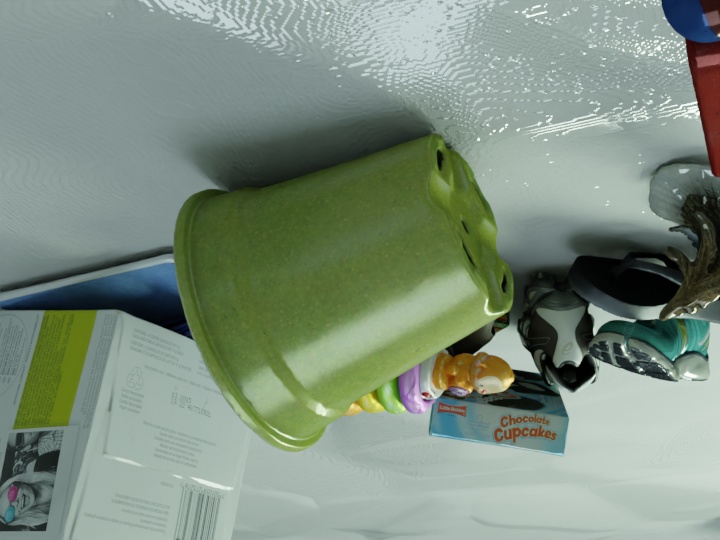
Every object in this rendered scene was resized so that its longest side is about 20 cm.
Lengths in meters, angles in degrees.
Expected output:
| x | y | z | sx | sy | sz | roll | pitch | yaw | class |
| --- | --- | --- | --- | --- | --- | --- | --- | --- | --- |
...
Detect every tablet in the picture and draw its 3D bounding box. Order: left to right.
| x | y | z | sx | sy | sz | roll | pitch | yaw | class |
| --- | --- | --- | --- | --- | --- | --- | --- | --- | --- |
| -0.215 | 0.026 | 1.116 | 0.198 | 0.014 | 0.130 | -13 | 156 | 23 | tablet |

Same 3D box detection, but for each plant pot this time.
| x | y | z | sx | sy | sz | roll | pitch | yaw | class |
| --- | --- | --- | --- | --- | --- | --- | --- | --- | --- |
| 0.000 | 0.000 | 0.873 | 0.183 | 0.203 | 0.200 | -24 | 151 | 20 | plant pot |

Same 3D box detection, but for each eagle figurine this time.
| x | y | z | sx | sy | sz | roll | pitch | yaw | class |
| --- | --- | --- | --- | --- | --- | --- | --- | --- | --- |
| 0.308 | -0.011 | 0.963 | 0.151 | 0.153 | 0.199 | 30 | -146 | 33 | eagle figurine |

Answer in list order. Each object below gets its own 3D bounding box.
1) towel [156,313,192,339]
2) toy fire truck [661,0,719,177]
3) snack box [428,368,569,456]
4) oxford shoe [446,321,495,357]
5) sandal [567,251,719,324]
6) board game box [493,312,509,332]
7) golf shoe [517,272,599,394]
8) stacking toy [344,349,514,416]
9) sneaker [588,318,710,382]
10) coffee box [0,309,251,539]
| x | y | z | sx | sy | sz | roll | pitch | yaw | class |
| --- | --- | --- | --- | --- | --- | --- | --- | --- | --- |
| -0.090 | 0.069 | 1.170 | 0.198 | 0.024 | 0.144 | 14 | 160 | -35 | towel |
| 0.141 | -0.150 | 0.507 | 0.111 | 0.170 | 0.200 | -9 | 157 | 16 | toy fire truck |
| 0.122 | 0.120 | 1.124 | 0.114 | 0.038 | 0.200 | 8 | -174 | 4 | snack box |
| 0.077 | 0.013 | 1.061 | 0.084 | 0.073 | 0.200 | -28 | 153 | -1 | oxford shoe |
| 0.264 | 0.008 | 1.058 | 0.197 | 0.076 | 0.043 | 6 | 119 | -21 | sandal |
| 0.031 | 0.044 | 1.172 | 0.198 | 0.024 | 0.105 | 11 | 157 | -28 | board game box |
| 0.185 | 0.075 | 1.165 | 0.077 | 0.096 | 0.200 | -7 | 159 | 11 | golf shoe |
| 0.032 | 0.077 | 1.016 | 0.198 | 0.111 | 0.116 | 7 | 151 | 27 | stacking toy |
| 0.260 | 0.052 | 1.104 | 0.077 | 0.081 | 0.199 | 14 | -175 | 31 | sneaker |
| -0.237 | 0.158 | 1.119 | 0.196 | 0.203 | 0.199 | -2 | 160 | 36 | coffee box |
